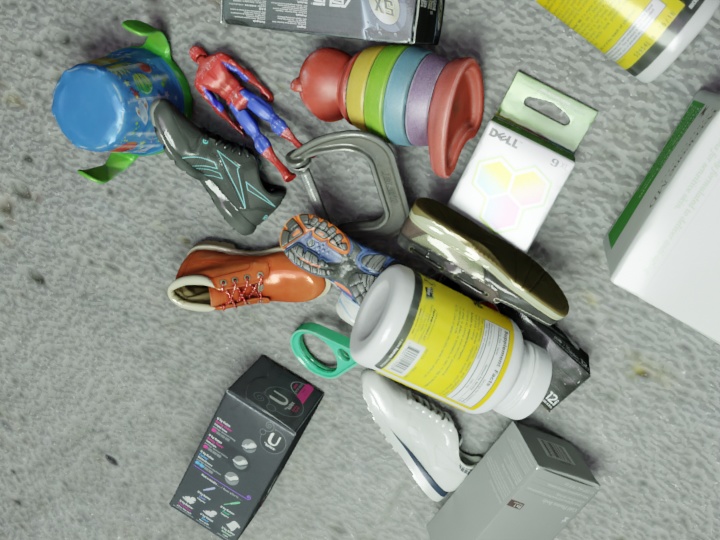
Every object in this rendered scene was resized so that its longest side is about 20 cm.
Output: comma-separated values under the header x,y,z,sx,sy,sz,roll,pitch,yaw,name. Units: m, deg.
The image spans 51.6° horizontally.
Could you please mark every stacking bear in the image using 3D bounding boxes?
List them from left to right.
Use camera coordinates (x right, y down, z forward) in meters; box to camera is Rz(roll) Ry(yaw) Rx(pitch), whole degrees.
x,y,z,sx,sy,sz,roll,pitch,yaw,name
0.022,-0.194,0.822,0.199,0.122,0.114,17,141,22,stacking bear

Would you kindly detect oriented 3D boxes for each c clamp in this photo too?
x,y,z,sx,sy,sz,roll,pitch,yaw,name
-0.029,-0.081,0.859,0.170,0.027,0.200,1,141,11,c clamp

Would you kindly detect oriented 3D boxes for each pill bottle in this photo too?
x,y,z,sx,sy,sz,roll,pitch,yaw,name
0.098,0.083,0.793,0.199,0.113,0.113,26,112,-16,pill bottle
0.240,-0.288,0.731,0.200,0.114,0.114,37,112,1,pill bottle

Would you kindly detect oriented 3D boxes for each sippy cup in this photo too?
x,y,z,sx,sy,sz,roll,pitch,yaw,name
-0.290,-0.198,0.890,0.139,0.130,0.179,-6,104,16,sippy cup

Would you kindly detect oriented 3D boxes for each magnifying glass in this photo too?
x,y,z,sx,sy,sz,roll,pitch,yaw,name
-0.013,0.102,0.915,0.199,0.022,0.080,-4,120,43,magnifying glass

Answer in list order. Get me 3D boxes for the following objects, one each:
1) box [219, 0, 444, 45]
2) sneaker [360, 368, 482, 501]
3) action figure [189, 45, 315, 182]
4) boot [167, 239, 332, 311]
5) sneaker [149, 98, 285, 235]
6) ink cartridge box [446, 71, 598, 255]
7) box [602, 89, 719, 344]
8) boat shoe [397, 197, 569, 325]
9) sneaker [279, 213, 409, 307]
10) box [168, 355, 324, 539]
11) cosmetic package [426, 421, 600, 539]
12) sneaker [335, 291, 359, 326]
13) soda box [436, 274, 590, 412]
x,y,z,sx,sy,sz,roll,pitch,yaw,name
-0.021,-0.287,0.774,0.199,0.164,0.087,10,108,11,box
0.074,0.195,0.947,0.080,0.076,0.200,-34,103,14,sneaker
-0.137,-0.195,0.894,0.065,0.052,0.200,-43,87,16,action figure
-0.137,0.019,0.923,0.199,0.107,0.075,4,117,13,boot
-0.169,-0.134,0.892,0.079,0.076,0.200,-33,126,9,sneaker
0.171,-0.106,0.832,0.103,0.059,0.201,28,111,5,ink cartridge box
0.378,-0.042,0.736,0.199,0.171,0.200,29,111,5,box
0.130,-0.001,0.809,0.200,0.072,0.066,35,122,2,boat shoe
0.000,0.000,0.863,0.200,0.078,0.075,38,93,-3,sneaker
-0.149,0.235,0.984,0.106,0.122,0.201,30,112,5,box
0.182,0.293,0.918,0.106,0.090,0.201,21,112,-24,cosmetic package
0.063,0.077,0.912,0.200,0.072,0.073,36,104,-1,sneaker
0.176,0.067,0.880,0.200,0.063,0.071,43,111,-1,soda box
